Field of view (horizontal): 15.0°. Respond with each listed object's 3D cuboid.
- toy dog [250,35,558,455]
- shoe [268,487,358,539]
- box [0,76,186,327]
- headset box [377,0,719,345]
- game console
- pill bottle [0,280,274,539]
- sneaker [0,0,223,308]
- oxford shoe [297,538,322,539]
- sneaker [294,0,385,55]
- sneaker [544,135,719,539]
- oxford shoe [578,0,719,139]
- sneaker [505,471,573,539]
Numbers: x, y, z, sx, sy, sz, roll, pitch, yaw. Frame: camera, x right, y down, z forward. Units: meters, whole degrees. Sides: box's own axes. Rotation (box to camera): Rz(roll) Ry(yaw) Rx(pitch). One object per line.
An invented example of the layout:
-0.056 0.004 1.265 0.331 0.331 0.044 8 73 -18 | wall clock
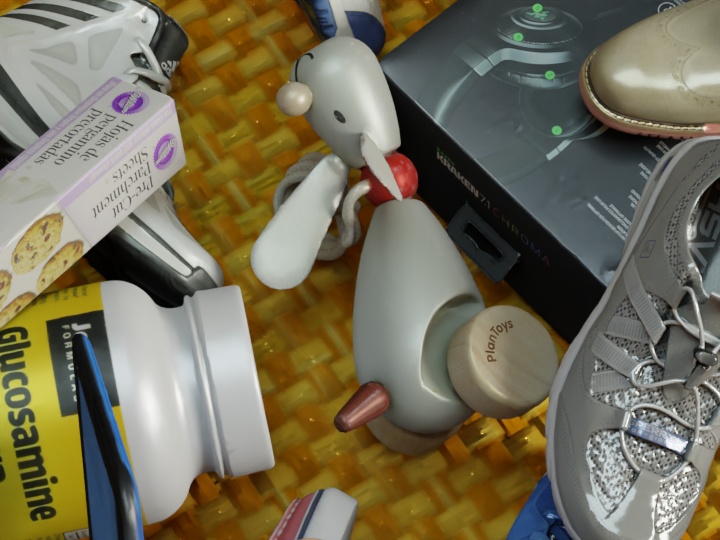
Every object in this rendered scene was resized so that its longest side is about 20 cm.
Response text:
0.000 0.000 1.236 0.096 0.132 0.200 -16 58 -39 | toy dog
-0.079 0.170 1.192 0.091 0.072 0.200 24 70 9 | shoe
-0.154 -0.014 1.208 0.039 0.042 0.200 21 47 30 | box
0.127 -0.070 1.300 0.200 0.093 0.174 -39 67 -17 | headset box
-0.136 0.141 1.069 0.171 0.200 0.118 -36 108 0 | game console
-0.144 0.067 1.229 0.199 0.113 0.113 -12 61 -3 | pill bottle
-0.112 -0.071 1.324 0.115 0.076 0.200 -41 64 -16 | sneaker
-0.070 0.188 1.117 0.071 0.071 0.200 37 76 15 | oxford shoe
-0.006 -0.197 1.334 0.088 0.200 0.075 -20 23 -12 | sneaker
0.133 0.029 1.164 0.075 0.082 0.200 17 77 -11 | sneaker
0.195 -0.114 1.226 0.200 0.074 0.071 -16 64 -7 | oxford shoe
0.083 0.144 1.176 0.077 0.111 0.200 22 64 14 | sneaker
